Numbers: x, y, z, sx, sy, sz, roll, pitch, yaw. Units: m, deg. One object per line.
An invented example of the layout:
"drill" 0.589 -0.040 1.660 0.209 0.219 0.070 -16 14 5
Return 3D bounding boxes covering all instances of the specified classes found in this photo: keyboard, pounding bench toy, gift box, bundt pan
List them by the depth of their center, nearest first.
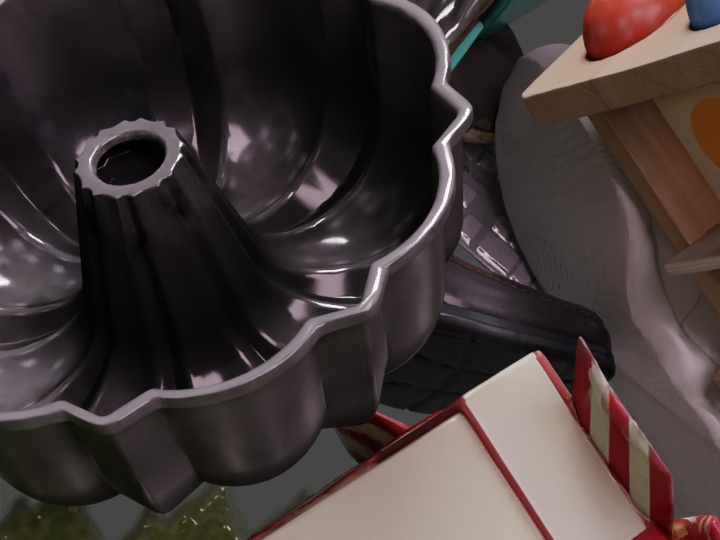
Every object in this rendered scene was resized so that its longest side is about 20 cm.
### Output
"bundt pan" -0.060 -0.009 0.715 0.202 0.076 0.202 -8 46 9
"gift box" 0.012 0.130 0.721 0.187 0.185 0.200 -29 89 -30
"pounding bench toy" 0.181 -0.079 0.822 0.200 0.124 0.156 -44 107 -29
"keyboard" 0.008 -0.067 0.904 0.200 0.011 0.056 40 58 -5

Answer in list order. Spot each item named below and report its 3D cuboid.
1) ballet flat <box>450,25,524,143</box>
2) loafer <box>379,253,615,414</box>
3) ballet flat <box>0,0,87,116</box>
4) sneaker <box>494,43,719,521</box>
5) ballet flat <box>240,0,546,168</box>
"ballet flat" -0.020 -0.107 0.883 0.200 0.057 0.067 30 59 -17
"loafer" 0.000 0.000 0.838 0.200 0.073 0.072 15 59 -20
"ballet flat" -0.122 -0.101 0.783 0.200 0.069 0.063 -58 139 -8
"sneaker" 0.124 -0.002 0.889 0.088 0.075 0.200 -31 99 -26
"ballet flat" 0.029 -0.104 0.838 0.068 0.068 0.200 47 55 0
